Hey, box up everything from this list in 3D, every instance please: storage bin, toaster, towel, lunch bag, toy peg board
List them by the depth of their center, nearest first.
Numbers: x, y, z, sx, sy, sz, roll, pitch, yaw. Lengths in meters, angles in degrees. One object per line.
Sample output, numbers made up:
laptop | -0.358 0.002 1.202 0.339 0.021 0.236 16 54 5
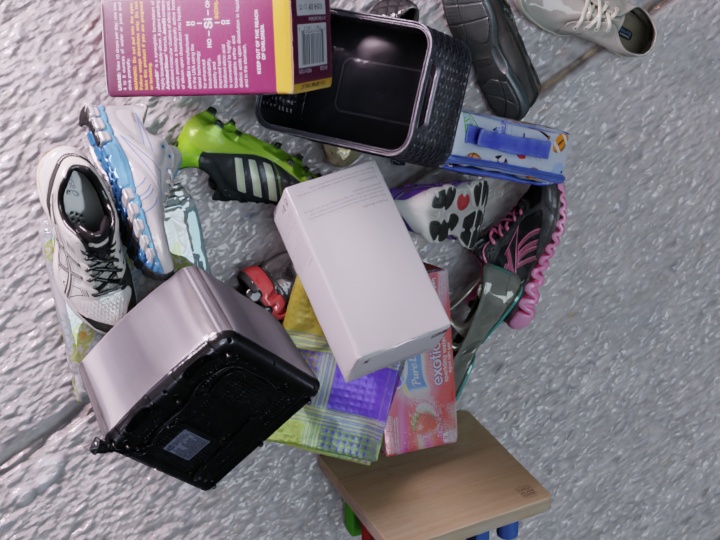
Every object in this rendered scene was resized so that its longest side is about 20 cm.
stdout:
toaster | -0.171 0.114 1.498 0.181 0.119 0.200 -43 142 10
storage bin | 0.002 -0.194 1.536 0.093 0.198 0.137 7 97 -58
towel | -0.240 0.023 1.556 0.169 0.048 0.202 -15 105 -19
towel | -0.024 0.104 1.589 0.142 0.023 0.202 15 99 -9
lunch bag | 0.126 -0.141 1.629 0.198 0.160 0.077 7 97 -29
toy peg board | 0.082 0.272 1.671 0.198 0.199 0.099 -14 120 -21

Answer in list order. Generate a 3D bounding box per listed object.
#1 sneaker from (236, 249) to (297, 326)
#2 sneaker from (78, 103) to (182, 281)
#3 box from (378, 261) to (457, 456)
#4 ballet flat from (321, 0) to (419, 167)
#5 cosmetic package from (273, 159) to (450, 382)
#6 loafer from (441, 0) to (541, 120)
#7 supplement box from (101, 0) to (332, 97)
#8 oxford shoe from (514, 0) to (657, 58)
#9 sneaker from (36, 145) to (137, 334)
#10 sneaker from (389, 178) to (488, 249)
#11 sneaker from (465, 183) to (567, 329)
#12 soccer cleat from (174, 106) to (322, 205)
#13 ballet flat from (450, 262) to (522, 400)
sneaker | -0.049 0.059 1.634 0.098 0.071 0.201 -39 111 -12
sneaker | -0.214 -0.088 1.496 0.086 0.075 0.202 -15 74 -24
box | 0.044 0.096 1.666 0.094 0.102 0.203 -9 103 -23
ballet flat | 0.007 -0.210 1.623 0.066 0.057 0.202 21 90 -25
cosmetic package | 0.000 0.000 1.527 0.112 0.081 0.202 -17 74 -19
loafer | 0.151 -0.270 1.684 0.063 0.071 0.201 -44 122 -33
supplement box | -0.140 -0.227 1.462 0.198 0.131 0.105 1 101 15
oxford shoe | 0.271 -0.302 1.730 0.198 0.058 0.076 19 93 -24
sneaker | -0.270 -0.022 1.463 0.075 0.088 0.202 -24 109 -18
sneaker | 0.084 -0.074 1.643 0.199 0.083 0.082 5 100 -64
sneaker | 0.177 -0.032 1.716 0.094 0.079 0.202 14 104 -10
soccer cleat | -0.115 -0.102 1.588 0.199 0.068 0.081 28 110 -30
ballet flat | 0.116 0.078 1.704 0.063 0.068 0.201 27 111 -7
